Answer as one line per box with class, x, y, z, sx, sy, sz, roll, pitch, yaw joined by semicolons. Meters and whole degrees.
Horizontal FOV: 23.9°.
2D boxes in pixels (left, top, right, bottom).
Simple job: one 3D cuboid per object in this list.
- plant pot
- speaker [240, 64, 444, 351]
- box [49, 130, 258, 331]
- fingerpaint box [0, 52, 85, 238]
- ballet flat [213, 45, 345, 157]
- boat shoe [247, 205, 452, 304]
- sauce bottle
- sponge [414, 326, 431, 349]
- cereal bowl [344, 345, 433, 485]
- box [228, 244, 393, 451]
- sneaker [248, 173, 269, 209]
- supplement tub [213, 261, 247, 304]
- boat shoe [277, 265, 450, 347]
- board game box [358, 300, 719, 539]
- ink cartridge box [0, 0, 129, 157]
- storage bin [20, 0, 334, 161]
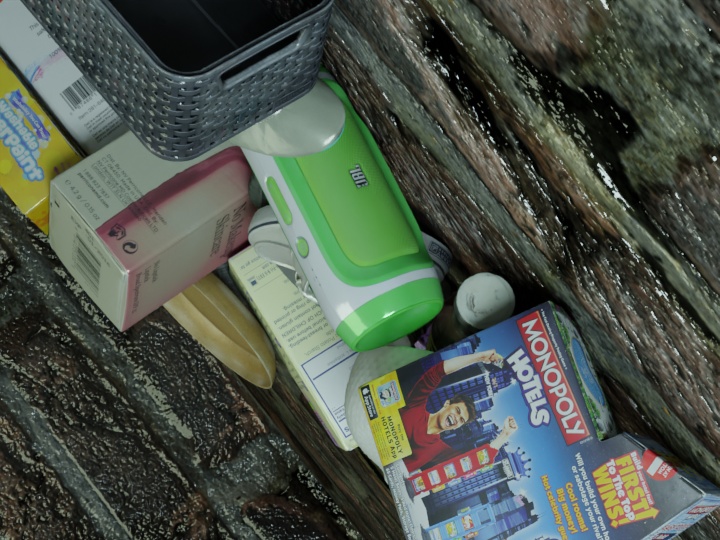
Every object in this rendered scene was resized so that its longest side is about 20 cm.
plant pot;-0.148;0.033;1.616;0.200;0.027;0.200;41;165;14
speaker;-0.017;-0.047;1.192;0.200;0.088;0.088;63;172;16
box;-0.156;-0.061;1.454;0.109;0.200;0.128;49;157;13
fingerpaint box;-0.308;-0.120;1.513;0.200;0.073;0.167;50;175;13
ballet flat;-0.098;-0.133;1.157;0.200;0.067;0.064;28;172;34
boat shoe;-0.019;-0.002;1.310;0.200;0.066;0.072;12;158;38
sauce bottle;0.080;0.048;1.229;0.066;0.066;0.200;50;170;14
sponge;0.106;0.132;1.493;0.112;0.030;0.200;46;168;36
cereal bowl;0.076;0.132;1.246;0.200;0.083;0.200;19;165;5
box;-0.030;0.055;1.555;0.200;0.097;0.176;59;174;2
sneaker;-0.041;-0.068;1.345;0.082;0.073;0.200;45;170;13
supplement tub;-0.150;-0.065;1.661;0.132;0.132;0.200;46;168;30
boat shoe;0.000;0.000;1.393;0.200;0.070;0.071;23;154;52
board game box;0.122;0.132;1.097;0.062;0.200;0.200;17;-128;-63
ink cartridge box;-0.229;-0.200;1.508;0.200;0.145;0.084;50;173;10
storage bin;-0.125;-0.186;1.087;0.200;0.135;0.094;49;153;17
